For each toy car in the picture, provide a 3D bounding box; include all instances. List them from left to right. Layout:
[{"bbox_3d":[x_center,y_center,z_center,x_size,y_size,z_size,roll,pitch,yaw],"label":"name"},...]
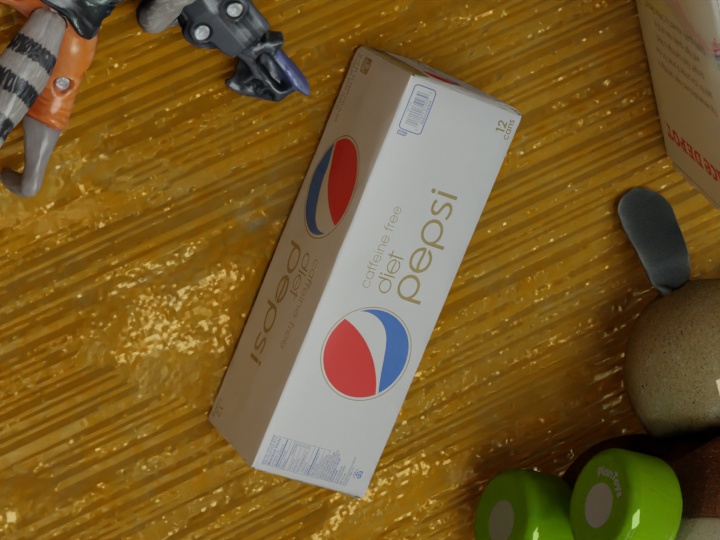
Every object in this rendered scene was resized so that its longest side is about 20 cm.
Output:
[{"bbox_3d":[0.165,0.063,1.200,0.164,0.158,0.200,14,72,-30],"label":"toy car"}]

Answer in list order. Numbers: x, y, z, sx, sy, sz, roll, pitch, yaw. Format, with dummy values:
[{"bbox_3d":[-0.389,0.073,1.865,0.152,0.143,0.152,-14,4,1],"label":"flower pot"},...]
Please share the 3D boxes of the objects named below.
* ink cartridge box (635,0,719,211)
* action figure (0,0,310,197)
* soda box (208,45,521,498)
[{"bbox_3d":[0.183,-0.131,1.107,0.086,0.148,0.200,-19,114,-4],"label":"ink cartridge box"},{"bbox_3d":[-0.101,-0.111,1.025,0.193,0.105,0.200,-46,116,7],"label":"action figure"},{"bbox_3d":[0.000,0.000,1.121,0.064,0.068,0.200,19,99,-27],"label":"soda box"}]
